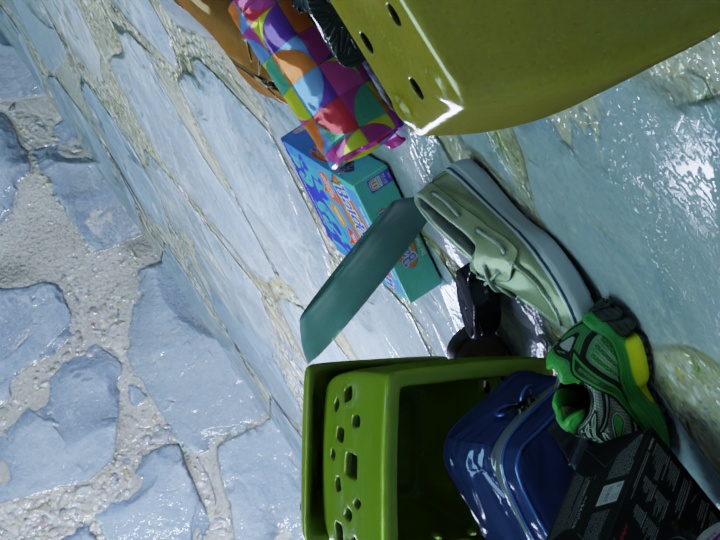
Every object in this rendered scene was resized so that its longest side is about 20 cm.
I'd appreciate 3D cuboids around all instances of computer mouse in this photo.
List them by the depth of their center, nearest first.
[{"bbox_3d":[0.113,-0.001,1.788,0.200,0.034,0.059,86,166,-57],"label":"computer mouse"}]

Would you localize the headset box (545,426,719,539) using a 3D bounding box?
[{"bbox_3d":[0.241,0.250,1.526,0.075,0.149,0.200,-24,115,41],"label":"headset box"}]

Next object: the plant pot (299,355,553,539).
[{"bbox_3d":[0.051,0.176,1.808,0.181,0.199,0.200,7,97,54],"label":"plant pot"}]

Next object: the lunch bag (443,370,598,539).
[{"bbox_3d":[0.179,0.183,1.708,0.132,0.136,0.200,7,132,55],"label":"lunch bag"}]

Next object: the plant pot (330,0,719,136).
[{"bbox_3d":[0.089,-0.174,1.004,0.195,0.200,0.195,58,167,-2],"label":"plant pot"}]

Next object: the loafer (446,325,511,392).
[{"bbox_3d":[0.134,0.140,1.943,0.071,0.073,0.200,48,165,42],"label":"loafer"}]

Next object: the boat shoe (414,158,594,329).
[{"bbox_3d":[0.122,-0.012,1.624,0.200,0.062,0.072,49,166,34],"label":"boat shoe"}]

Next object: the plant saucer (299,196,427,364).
[{"bbox_3d":[0.000,0.000,1.814,0.036,0.200,0.200,38,168,-2],"label":"plant saucer"}]

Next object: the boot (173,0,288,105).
[{"bbox_3d":[-0.123,-0.251,1.962,0.200,0.077,0.155,62,170,-31],"label":"boot"}]

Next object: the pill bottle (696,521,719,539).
[{"bbox_3d":[0.318,0.250,1.385,0.113,0.112,0.200,60,169,-12],"label":"pill bottle"}]

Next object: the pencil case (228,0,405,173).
[{"bbox_3d":[-0.041,-0.188,1.791,0.200,0.088,0.088,57,168,2],"label":"pencil case"}]

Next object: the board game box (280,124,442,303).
[{"bbox_3d":[-0.001,-0.065,2.034,0.200,0.045,0.152,35,155,60],"label":"board game box"}]

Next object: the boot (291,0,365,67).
[{"bbox_3d":[-0.061,-0.291,1.669,0.200,0.065,0.165,56,167,30],"label":"boot"}]

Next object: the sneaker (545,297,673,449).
[{"bbox_3d":[0.198,0.113,1.588,0.078,0.085,0.200,44,163,48],"label":"sneaker"}]
